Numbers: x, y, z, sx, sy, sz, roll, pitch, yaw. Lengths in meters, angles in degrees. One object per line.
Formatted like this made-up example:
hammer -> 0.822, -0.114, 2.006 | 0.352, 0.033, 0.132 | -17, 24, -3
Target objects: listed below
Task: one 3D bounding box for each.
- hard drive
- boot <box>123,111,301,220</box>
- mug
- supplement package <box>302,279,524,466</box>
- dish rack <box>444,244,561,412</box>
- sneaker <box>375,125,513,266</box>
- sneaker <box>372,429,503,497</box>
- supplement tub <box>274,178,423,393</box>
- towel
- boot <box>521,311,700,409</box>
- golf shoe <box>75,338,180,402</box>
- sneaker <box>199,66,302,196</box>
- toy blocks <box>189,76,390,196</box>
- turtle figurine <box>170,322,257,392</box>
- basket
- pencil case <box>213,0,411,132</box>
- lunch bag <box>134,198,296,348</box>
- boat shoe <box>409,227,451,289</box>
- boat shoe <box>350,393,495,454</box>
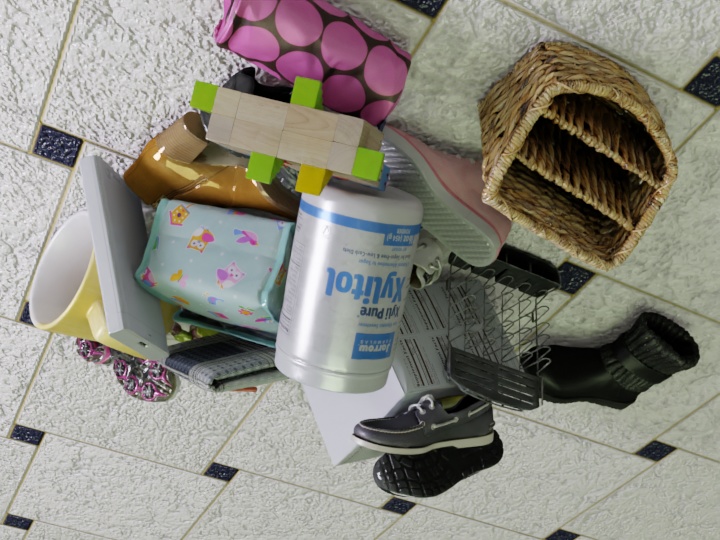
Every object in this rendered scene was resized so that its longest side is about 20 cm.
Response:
hard drive -> -0.262, -0.011, 1.072 | 0.026, 0.203, 0.132 | -16, 161, 4
boot -> -0.162, -0.093, 1.111 | 0.200, 0.072, 0.143 | 31, 138, -25
mug -> -0.306, 0.041, 1.187 | 0.148, 0.189, 0.152 | -29, 139, 34
supplement package -> 0.061, 0.129, 1.232 | 0.197, 0.149, 0.192 | -4, 147, -36
dish rack -> 0.171, 0.066, 1.170 | 0.151, 0.203, 0.055 | 19, 145, -19
sneaker -> 0.095, -0.103, 1.086 | 0.200, 0.105, 0.075 | 42, 142, 1
sneaker -> 0.092, 0.263, 1.260 | 0.197, 0.077, 0.088 | -6, 156, -34
supplement tub -> -0.013, 0.012, 1.011 | 0.130, 0.132, 0.204 | 9, 102, -7
towel -> -0.129, 0.103, 1.162 | 0.197, 0.035, 0.192 | -12, -169, -30
boot -> 0.336, 0.117, 1.305 | 0.208, 0.081, 0.158 | 9, 147, -24
golf shoe -> -0.296, 0.120, 1.299 | 0.199, 0.074, 0.092 | 27, -178, 39
sneaker -> -0.072, -0.144, 1.039 | 0.198, 0.077, 0.091 | 26, 124, -30
toy blocks -> -0.053, -0.125, 0.942 | 0.197, 0.102, 0.137 | 15, -178, 16
turtle figurine -> -0.200, 0.100, 1.322 | 0.199, 0.065, 0.161 | 34, 151, -17
basket -> 0.233, -0.119, 0.991 | 0.198, 0.151, 0.142 | 28, 133, -26
pencil case -> -0.049, -0.214, 0.946 | 0.198, 0.092, 0.093 | 27, 141, -23
lunch bag -> -0.142, 0.012, 1.114 | 0.168, 0.124, 0.200 | 12, 162, 14
boat shoe -> 0.063, -0.009, 1.120 | 0.198, 0.070, 0.071 | -26, 144, -14
boat shoe -> 0.075, 0.170, 1.111 | 0.197, 0.064, 0.072 | 2, -171, -33
